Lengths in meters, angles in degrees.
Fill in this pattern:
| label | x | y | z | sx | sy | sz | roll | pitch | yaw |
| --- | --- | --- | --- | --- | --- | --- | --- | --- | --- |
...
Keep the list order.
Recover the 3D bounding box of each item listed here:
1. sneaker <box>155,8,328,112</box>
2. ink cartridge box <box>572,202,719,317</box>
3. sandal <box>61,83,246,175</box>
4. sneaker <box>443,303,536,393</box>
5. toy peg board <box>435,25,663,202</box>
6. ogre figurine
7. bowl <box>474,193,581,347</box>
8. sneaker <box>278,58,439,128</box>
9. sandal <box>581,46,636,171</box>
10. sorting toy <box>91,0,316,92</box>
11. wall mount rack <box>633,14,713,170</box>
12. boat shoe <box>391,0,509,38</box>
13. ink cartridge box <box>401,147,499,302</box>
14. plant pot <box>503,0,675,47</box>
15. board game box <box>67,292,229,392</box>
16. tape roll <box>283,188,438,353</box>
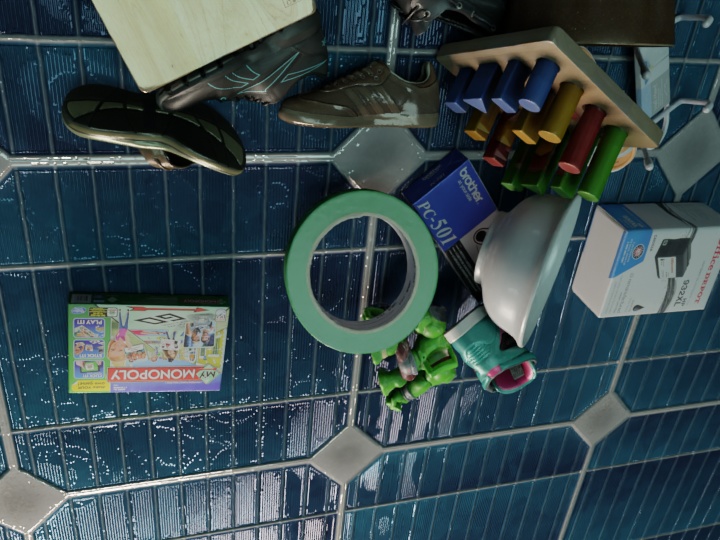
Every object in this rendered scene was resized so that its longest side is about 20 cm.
| label | x | y | z | sx | sy | sz | roll | pitch | yaw |
| --- | --- | --- | --- | --- | --- | --- | --- | --- | --- |
| sneaker | -0.121 | -0.207 | 0.734 | 0.196 | 0.076 | 0.080 | -26 | 130 | -4 |
| ink cartridge box | 0.437 | -0.017 | 1.031 | 0.194 | 0.084 | 0.149 | -3 | 121 | -17 |
| sandal | -0.220 | -0.147 | 0.749 | 0.196 | 0.082 | 0.058 | 12 | 142 | -22 |
| sneaker | 0.197 | 0.102 | 0.948 | 0.083 | 0.122 | 0.198 | -41 | 168 | 30 |
| toy peg board | 0.193 | -0.164 | 0.778 | 0.196 | 0.199 | 0.100 | 29 | 86 | -30 |
| ogre figurine | 0.075 | 0.120 | 0.985 | 0.116 | 0.099 | 0.205 | -13 | 110 | 3 |
| bowl | 0.203 | -0.014 | 0.874 | 0.088 | 0.201 | 0.206 | 21 | 120 | 19 |
| sneaker | -0.001 | -0.204 | 0.795 | 0.194 | 0.070 | 0.078 | -4 | 103 | -21 |
| sandal | 0.312 | -0.197 | 0.896 | 0.079 | 0.060 | 0.207 | -40 | 125 | 7 |
| sorting toy | -0.170 | -0.312 | 0.657 | 0.195 | 0.070 | 0.203 | -25 | 123 | -2 |
| wall mount rack | 0.379 | -0.229 | 0.866 | 0.172 | 0.074 | 0.204 | -36 | 126 | -24 |
| boat shoe | 0.076 | -0.290 | 0.750 | 0.194 | 0.074 | 0.068 | 0 | 102 | -29 |
| ink cartridge box | 0.145 | -0.056 | 0.934 | 0.093 | 0.044 | 0.201 | -36 | 124 | 3 |
| plant pot | 0.251 | -0.346 | 0.729 | 0.181 | 0.187 | 0.206 | -3 | 108 | -16 |
| board game box | -0.274 | 0.095 | 0.893 | 0.194 | 0.029 | 0.138 | 2 | 118 | -20 |
| tape roll | 0.000 | 0.000 | 0.874 | 0.194 | 0.048 | 0.207 | -2 | 100 | -10 |
